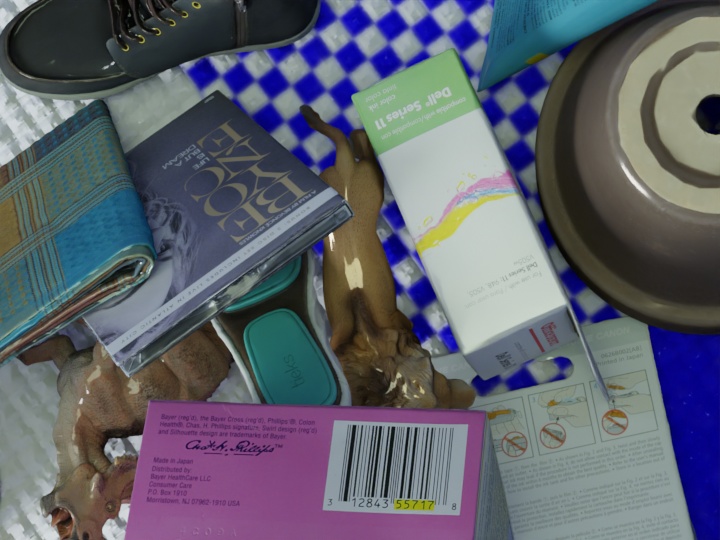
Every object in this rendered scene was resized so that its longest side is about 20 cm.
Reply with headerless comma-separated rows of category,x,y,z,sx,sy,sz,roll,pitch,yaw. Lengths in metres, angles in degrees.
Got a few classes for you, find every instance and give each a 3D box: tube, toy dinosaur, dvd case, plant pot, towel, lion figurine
tube,0.124,-0.159,1.204,0.050,0.200,0.078,25,68,-24
toy dinosaur,-0.123,0.066,1.275,0.200,0.086,0.136,-37,92,-14
dvd case,-0.104,-0.027,1.222,0.148,0.200,0.016,-36,122,-8
plant pot,0.191,-0.068,1.187,0.199,0.175,0.202,-1,85,6
towel,-0.189,-0.014,1.247,0.146,0.200,0.022,-34,121,5
lion figurine,0.000,0.000,1.229,0.072,0.122,0.201,-20,92,-1

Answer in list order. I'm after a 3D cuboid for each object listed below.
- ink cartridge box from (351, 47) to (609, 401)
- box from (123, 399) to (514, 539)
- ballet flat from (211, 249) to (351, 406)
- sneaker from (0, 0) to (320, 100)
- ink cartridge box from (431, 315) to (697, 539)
ink cartridge box,0.069,-0.010,1.223,0.067,0.117,0.201,-24,77,5
box,-0.013,0.157,1.140,0.175,0.200,0.097,1,58,11
ballet flat,-0.046,0.033,1.208,0.069,0.070,0.201,-26,46,6
sneaker,-0.128,-0.159,1.273,0.199,0.106,0.075,-14,79,5
ink cartridge box,0.108,0.140,1.262,0.161,0.050,0.201,-12,66,8
